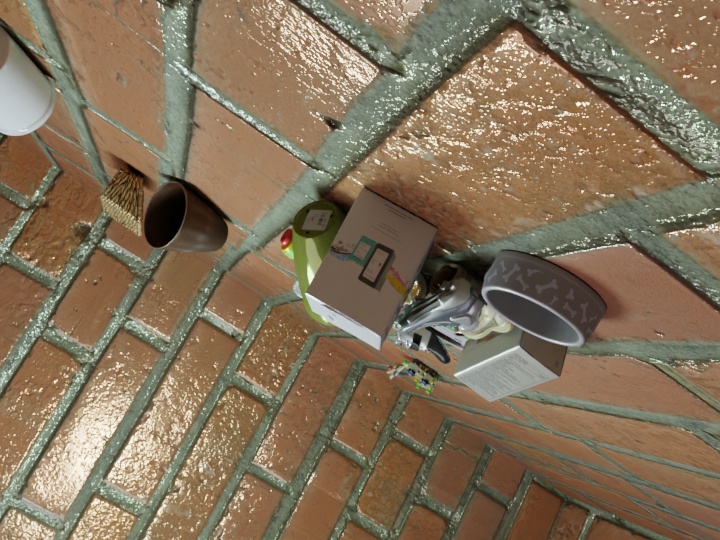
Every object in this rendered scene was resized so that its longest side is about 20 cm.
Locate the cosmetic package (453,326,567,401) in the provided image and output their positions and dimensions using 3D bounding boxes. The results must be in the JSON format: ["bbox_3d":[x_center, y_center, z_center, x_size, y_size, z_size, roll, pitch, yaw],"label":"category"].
[{"bbox_3d":[0.275,0.160,1.277,0.103,0.088,0.199,36,146,-12],"label":"cosmetic package"}]

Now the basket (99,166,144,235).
[{"bbox_3d":[-0.710,-0.219,2.167,0.147,0.145,0.200,34,162,-8],"label":"basket"}]

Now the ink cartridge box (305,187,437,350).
[{"bbox_3d":[0.018,0.003,1.168,0.144,0.203,0.147,28,168,7],"label":"ink cartridge box"}]

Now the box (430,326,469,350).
[{"bbox_3d":[0.227,0.143,1.609,0.142,0.037,0.200,29,169,11],"label":"box"}]

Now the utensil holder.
[{"bbox_3d":[-0.804,-0.426,1.545,0.167,0.172,0.201,28,166,9],"label":"utensil holder"}]

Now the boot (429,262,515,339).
[{"bbox_3d":[0.189,0.056,1.270,0.153,0.074,0.200,33,166,-10],"label":"boot"}]

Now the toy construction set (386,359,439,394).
[{"bbox_3d":[0.195,0.368,2.459,0.196,0.094,0.131,23,170,-15],"label":"toy construction set"}]

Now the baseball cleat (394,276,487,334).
[{"bbox_3d":[0.139,0.083,1.193,0.106,0.071,0.199,37,146,-13],"label":"baseball cleat"}]

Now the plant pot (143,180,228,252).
[{"bbox_3d":[-0.474,-0.128,1.954,0.184,0.191,0.198,19,178,40],"label":"plant pot"}]

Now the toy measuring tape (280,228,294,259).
[{"bbox_3d":[-0.138,-0.061,1.602,0.073,0.075,0.199,36,167,-24],"label":"toy measuring tape"}]

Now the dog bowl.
[{"bbox_3d":[0.275,0.048,1.070,0.197,0.060,0.200,29,167,7],"label":"dog bowl"}]

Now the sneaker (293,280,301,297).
[{"bbox_3d":[-0.096,0.064,2.038,0.196,0.076,0.082,23,-164,14],"label":"sneaker"}]

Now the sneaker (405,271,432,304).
[{"bbox_3d":[0.112,0.024,1.336,0.085,0.078,0.200,-11,177,-10],"label":"sneaker"}]

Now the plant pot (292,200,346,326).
[{"bbox_3d":[-0.055,-0.031,1.335,0.184,0.188,0.202,22,150,34],"label":"plant pot"}]

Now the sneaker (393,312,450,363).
[{"bbox_3d":[0.130,0.163,1.664,0.200,0.088,0.074,46,170,15],"label":"sneaker"}]

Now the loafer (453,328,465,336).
[{"bbox_3d":[0.270,0.127,1.373,0.198,0.064,0.072,18,164,46],"label":"loafer"}]
